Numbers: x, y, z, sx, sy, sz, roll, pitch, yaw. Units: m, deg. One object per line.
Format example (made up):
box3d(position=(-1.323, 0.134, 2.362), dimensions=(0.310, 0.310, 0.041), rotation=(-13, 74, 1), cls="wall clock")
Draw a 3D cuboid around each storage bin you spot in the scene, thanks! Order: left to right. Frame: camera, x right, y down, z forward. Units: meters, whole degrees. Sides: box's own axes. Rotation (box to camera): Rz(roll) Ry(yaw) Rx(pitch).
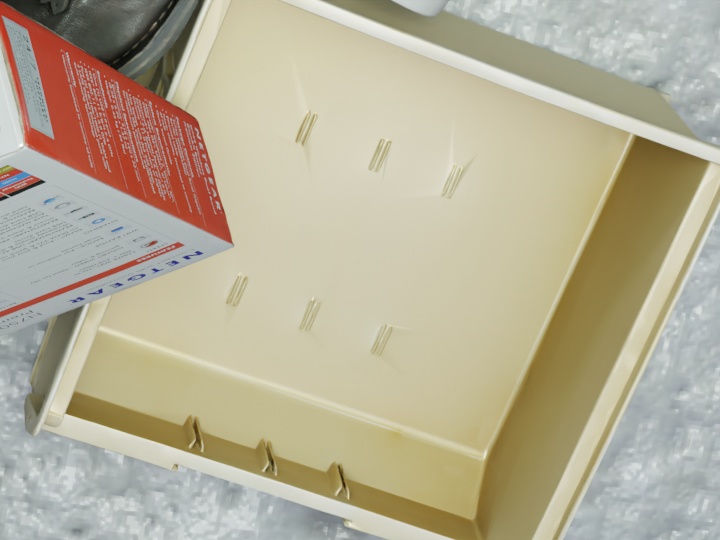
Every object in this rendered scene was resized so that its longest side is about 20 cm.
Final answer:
box3d(position=(0.000, 0.000, 1.051), dimensions=(0.200, 0.094, 0.199), rotation=(19, 107, -16), cls="storage bin")

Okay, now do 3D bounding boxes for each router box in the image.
box3d(position=(-0.163, -0.009, 0.893), dimensions=(0.200, 0.179, 0.049), rotation=(-20, 76, 12), cls="router box")

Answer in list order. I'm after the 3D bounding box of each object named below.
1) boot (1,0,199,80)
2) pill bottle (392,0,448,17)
box3d(position=(-0.104, -0.150, 0.909), dimensions=(0.200, 0.069, 0.174), rotation=(-34, 129, 30), cls="boot")
box3d(position=(0.051, -0.190, 0.975), dimensions=(0.111, 0.111, 0.200), rotation=(32, 104, -19), cls="pill bottle")
